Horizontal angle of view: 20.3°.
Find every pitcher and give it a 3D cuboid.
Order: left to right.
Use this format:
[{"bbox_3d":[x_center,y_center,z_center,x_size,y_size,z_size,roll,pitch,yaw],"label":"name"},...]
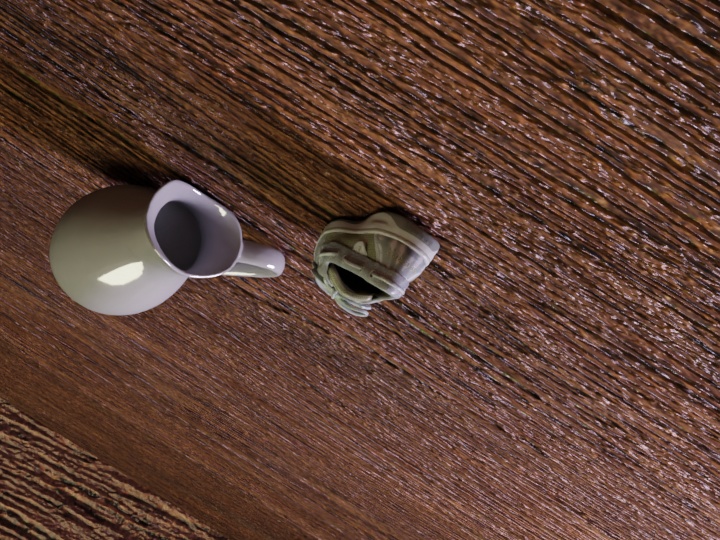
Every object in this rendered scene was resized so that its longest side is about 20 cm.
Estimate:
[{"bbox_3d":[-0.184,-0.016,1.874,0.171,0.122,0.200,23,159,-35],"label":"pitcher"}]

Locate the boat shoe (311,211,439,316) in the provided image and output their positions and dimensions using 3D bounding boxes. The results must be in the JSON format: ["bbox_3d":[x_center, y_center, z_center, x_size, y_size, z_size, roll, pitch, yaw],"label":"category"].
[{"bbox_3d":[0.002,0.001,1.666,0.074,0.065,0.202,35,163,-15],"label":"boat shoe"}]
